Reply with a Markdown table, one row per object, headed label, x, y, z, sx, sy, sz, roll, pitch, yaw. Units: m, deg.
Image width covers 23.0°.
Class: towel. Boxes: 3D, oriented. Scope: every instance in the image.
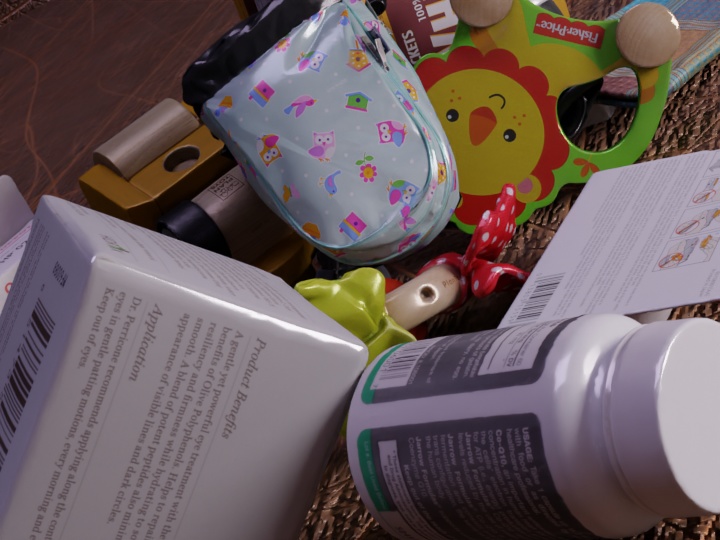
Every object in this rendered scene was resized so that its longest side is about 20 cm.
| label | x | y | z | sx | sy | sz | roll | pitch | yaw |
| --- | --- | --- | --- | --- | --- | --- | --- | --- | --- |
| towel | 0.243 | -0.191 | 1.441 | 0.200 | 0.022 | 0.146 | -38 | 30 | -29 |

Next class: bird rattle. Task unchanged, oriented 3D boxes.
| label | x | y | z | sx | sy | sz | roll | pitch | yaw |
| --- | --- | --- | --- | --- | --- | --- | --- | --- | --- |
| bird rattle | 0.025 | 0.022 | 1.192 | 0.200 | 0.113 | 0.163 | -40 | 6 | -31 |

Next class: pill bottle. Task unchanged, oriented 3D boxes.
| label | x | y | z | sx | sy | sz | roll | pitch | yaw |
| --- | --- | --- | --- | --- | --- | --- | --- | --- | --- |
| pill bottle | 0.098 | 0.083 | 0.915 | 0.199 | 0.114 | 0.113 | -10 | 28 | 43 |

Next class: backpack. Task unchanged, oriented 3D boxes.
| label | x | y | z | sx | sy | sz | roll | pitch | yaw |
| --- | --- | --- | --- | --- | --- | --- | --- | --- | --- |
| backpack | -0.021 | -0.093 | 1.245 | 0.166 | 0.201 | 0.127 | -37 | -9 | 12 |

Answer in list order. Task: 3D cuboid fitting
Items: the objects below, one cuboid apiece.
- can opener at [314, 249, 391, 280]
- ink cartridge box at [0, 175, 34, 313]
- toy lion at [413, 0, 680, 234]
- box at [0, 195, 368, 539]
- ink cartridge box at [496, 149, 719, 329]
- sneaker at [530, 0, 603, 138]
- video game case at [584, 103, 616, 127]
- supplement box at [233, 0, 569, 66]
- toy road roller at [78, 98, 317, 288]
| label | x | y | z | sx | sy | sz | roll | pitch | yaw |
| --- | --- | --- | --- | --- | --- | --- | --- | --- | --- |
| can opener | 0.000 | 0.000 | 1.362 | 0.066 | 0.054 | 0.200 | 7 | 28 | 6 |
| ink cartridge box | -0.244 | 0.033 | 1.380 | 0.068 | 0.201 | 0.115 | -6 | 32 | 48 |
| toy lion | 0.120 | -0.117 | 1.304 | 0.198 | 0.193 | 0.069 | 13 | 7 | 4 |
| box | -0.127 | 0.087 | 1.024 | 0.200 | 0.170 | 0.200 | -69 | 21 | 6 |
| ink cartridge box | 0.194 | -0.011 | 1.103 | 0.172 | 0.044 | 0.200 | -10 | 28 | 35 |
| sneaker | 0.116 | -0.122 | 1.401 | 0.071 | 0.099 | 0.200 | -29 | -14 | -42 |
| video game case | 0.148 | -0.153 | 1.526 | 0.199 | 0.023 | 0.183 | -17 | 25 | 33 |
| supplement box | 0.029 | -0.236 | 1.502 | 0.197 | 0.134 | 0.199 | -33 | 25 | -25 |
| toy road roller | -0.115 | -0.036 | 1.403 | 0.123 | 0.147 | 0.200 | -38 | 42 | -19 |
